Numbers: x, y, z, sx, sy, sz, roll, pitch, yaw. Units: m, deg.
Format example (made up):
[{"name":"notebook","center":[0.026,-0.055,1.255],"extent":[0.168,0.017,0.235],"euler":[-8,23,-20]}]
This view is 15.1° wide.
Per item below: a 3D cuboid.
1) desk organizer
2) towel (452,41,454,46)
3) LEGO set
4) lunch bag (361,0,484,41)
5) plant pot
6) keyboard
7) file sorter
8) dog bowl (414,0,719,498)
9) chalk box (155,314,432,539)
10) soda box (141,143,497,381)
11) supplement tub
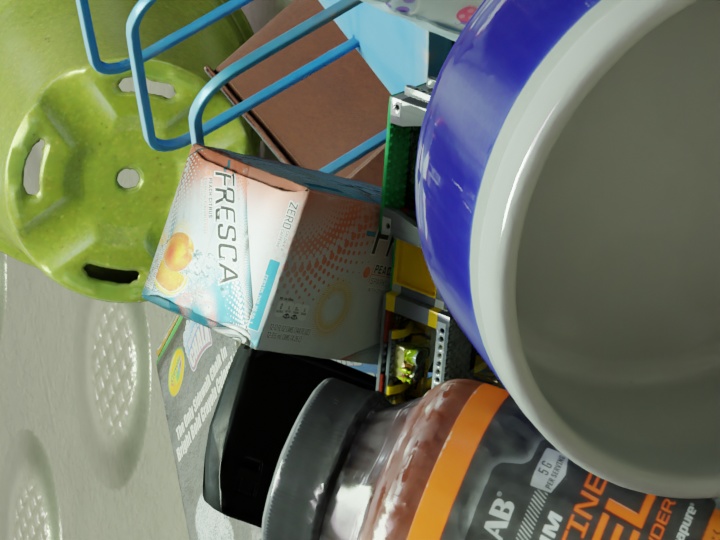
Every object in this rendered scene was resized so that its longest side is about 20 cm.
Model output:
[{"name":"desk organizer","center":[-0.001,-0.068,1.304],"extent":[0.077,0.072,0.200],"euler":[-41,28,1]},{"name":"towel","center":[0.029,-0.118,1.249],"extent":[0.144,0.023,0.200],"euler":[58,178,-34]},{"name":"LEGO set","center":[0.087,-0.001,1.086],"extent":[0.116,0.154,0.200],"euler":[21,111,33]},{"name":"lunch bag","center":[0.094,-0.166,0.969],"extent":[0.127,0.169,0.200],"euler":[5,78,66]},{"name":"plant pot","center":[-0.133,-0.069,1.466],"extent":[0.184,0.200,0.201],"euler":[-127,41,-70]},{"name":"keyboard","center":[0.007,0.103,1.158],"extent":[0.040,0.200,0.104],"euler":[-1,69,53]},{"name":"file sorter","center":[-0.066,-0.139,1.139],"extent":[0.200,0.123,0.139],"euler":[54,165,22]},{"name":"dog bowl","center":[0.122,-0.028,0.915],"extent":[0.079,0.200,0.200],"euler":[-129,44,-56]},{"name":"chalk box","center":[-0.021,0.060,1.346],"extent":[0.124,0.124,0.200],"euler":[124,140,-54]},{"name":"soda box","center":[0.000,0.000,1.128],"extent":[0.064,0.200,0.069],"euler":[22,97,34]},{"name":"supplement tub","center":[0.068,0.104,0.978],"extent":[0.107,0.200,0.107],"euler":[19,-90,-78]}]
